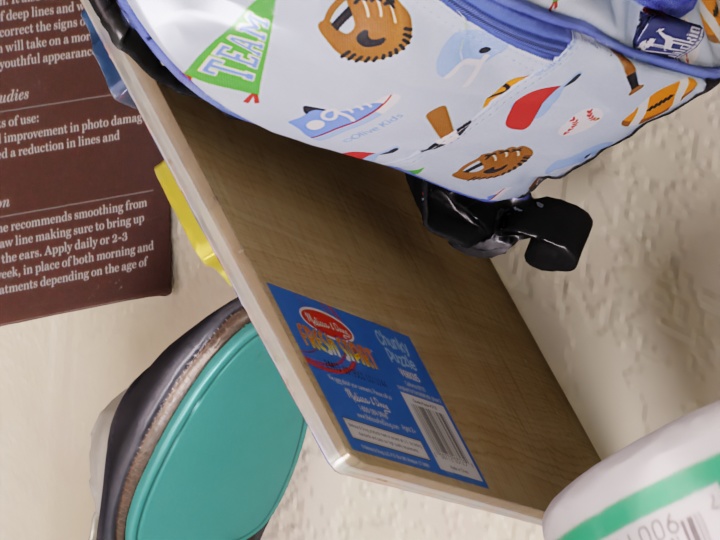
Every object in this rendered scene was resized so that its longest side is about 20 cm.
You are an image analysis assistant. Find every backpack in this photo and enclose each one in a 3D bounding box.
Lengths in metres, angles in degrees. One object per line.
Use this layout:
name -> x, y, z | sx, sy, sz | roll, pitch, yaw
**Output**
backpack -> 0.007, -0.113, 0.706 | 0.154, 0.190, 0.201 | -36, 70, 32

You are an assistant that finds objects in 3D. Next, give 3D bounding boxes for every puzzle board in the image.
puzzle board -> 0.000, 0.000, 0.753 | 0.017, 0.200, 0.151 | -34, 69, 16

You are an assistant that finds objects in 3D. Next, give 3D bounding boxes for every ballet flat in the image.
ballet flat -> -0.065, 0.084, 0.947 | 0.073, 0.073, 0.201 | 38, 129, 40

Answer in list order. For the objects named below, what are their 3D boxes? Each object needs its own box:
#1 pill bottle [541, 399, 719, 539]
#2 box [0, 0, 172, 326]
pill bottle -> 0.128, 0.126, 0.674 | 0.113, 0.113, 0.201 | -36, 71, 49
box -> -0.121, -0.086, 0.947 | 0.075, 0.100, 0.201 | 19, 113, 48
